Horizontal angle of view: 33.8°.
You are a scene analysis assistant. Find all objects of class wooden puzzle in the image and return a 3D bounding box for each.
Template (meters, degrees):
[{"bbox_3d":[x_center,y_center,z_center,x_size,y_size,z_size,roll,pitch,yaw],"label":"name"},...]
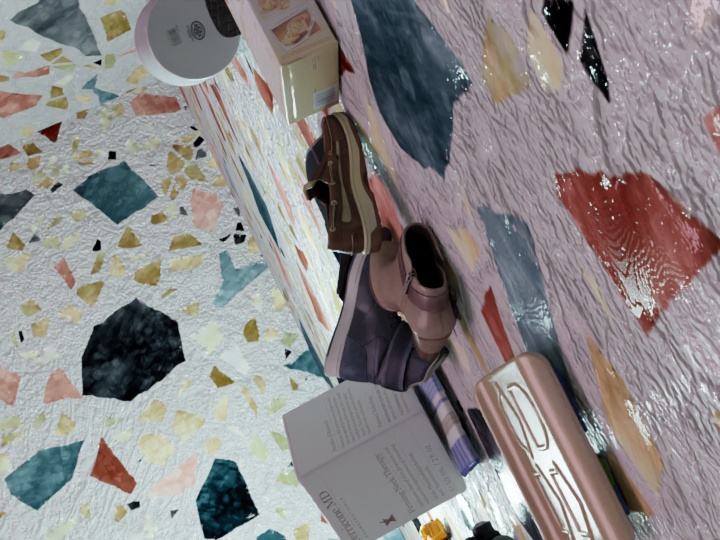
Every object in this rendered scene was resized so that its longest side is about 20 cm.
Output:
[{"bbox_3d":[0.179,0.165,1.076,0.185,0.046,0.200,64,167,8],"label":"wooden puzzle"}]

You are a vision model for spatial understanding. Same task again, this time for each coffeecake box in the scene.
[{"bbox_3d":[-0.099,-0.296,1.381,0.200,0.073,0.154,63,172,16],"label":"coffeecake box"}]

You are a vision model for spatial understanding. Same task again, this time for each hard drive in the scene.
[{"bbox_3d":[-0.036,-0.105,1.643,0.200,0.042,0.135,101,147,-77],"label":"hard drive"}]

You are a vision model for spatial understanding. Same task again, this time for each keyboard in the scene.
[{"bbox_3d":[0.000,0.000,1.584,0.200,0.021,0.127,60,-144,-72],"label":"keyboard"}]

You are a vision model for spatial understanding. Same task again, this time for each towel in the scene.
[{"bbox_3d":[0.111,0.184,1.636,0.200,0.024,0.147,63,172,15],"label":"towel"}]

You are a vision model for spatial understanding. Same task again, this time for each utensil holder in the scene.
[{"bbox_3d":[-0.295,-0.404,2.032,0.170,0.170,0.200,67,169,-13],"label":"utensil holder"}]

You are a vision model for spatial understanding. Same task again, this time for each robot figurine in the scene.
[{"bbox_3d":[0.156,0.556,2.333,0.200,0.058,0.145,85,160,-66],"label":"robot figurine"}]

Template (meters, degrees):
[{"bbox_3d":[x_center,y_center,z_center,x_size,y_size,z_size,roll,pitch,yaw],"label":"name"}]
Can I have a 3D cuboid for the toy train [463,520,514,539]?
[{"bbox_3d":[0.184,0.449,1.623,0.085,0.114,0.200,103,142,-78],"label":"toy train"}]

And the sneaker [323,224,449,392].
[{"bbox_3d":[0.049,0.052,1.480,0.077,0.146,0.203,12,-88,-74],"label":"sneaker"}]

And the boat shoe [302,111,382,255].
[{"bbox_3d":[-0.031,-0.106,1.386,0.075,0.075,0.203,94,165,-51],"label":"boat shoe"}]

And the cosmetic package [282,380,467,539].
[{"bbox_3d":[0.018,0.266,1.730,0.168,0.200,0.166,60,-177,-29],"label":"cosmetic package"}]

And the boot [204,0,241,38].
[{"bbox_3d":[-0.205,-0.431,1.750,0.132,0.070,0.200,160,96,-85],"label":"boot"}]

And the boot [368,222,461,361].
[{"bbox_3d":[0.058,0.000,1.321,0.146,0.070,0.200,88,160,-50],"label":"boot"}]
